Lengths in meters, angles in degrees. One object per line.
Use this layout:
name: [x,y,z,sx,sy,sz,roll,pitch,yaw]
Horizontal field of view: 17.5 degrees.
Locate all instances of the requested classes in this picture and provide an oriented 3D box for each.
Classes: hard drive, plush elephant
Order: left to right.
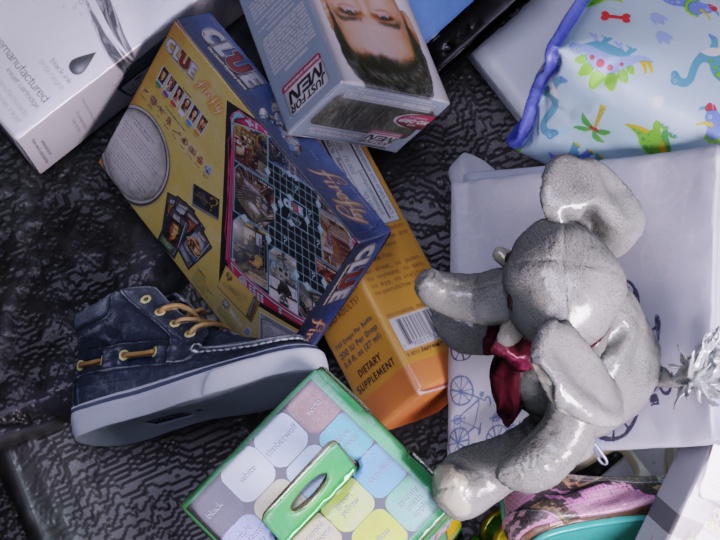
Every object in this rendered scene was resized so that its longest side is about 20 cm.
hard drive: [0.104,-0.213,1.597,0.132,0.027,0.200,-36,78,-5]
plush elephant: [0.104,0.031,1.322,0.199,0.155,0.165,-9,51,25]

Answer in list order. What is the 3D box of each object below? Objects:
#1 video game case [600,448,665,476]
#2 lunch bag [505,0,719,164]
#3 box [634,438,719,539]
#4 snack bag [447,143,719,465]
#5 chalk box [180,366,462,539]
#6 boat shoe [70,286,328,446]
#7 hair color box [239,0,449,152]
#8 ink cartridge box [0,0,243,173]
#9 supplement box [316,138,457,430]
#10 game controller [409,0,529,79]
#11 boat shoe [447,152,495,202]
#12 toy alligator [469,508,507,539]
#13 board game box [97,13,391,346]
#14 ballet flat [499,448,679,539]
video game case: [0.265,0.159,1.499,0.200,0.024,0.182,-39,77,-5]
lunch bag: [0.212,-0.128,1.499,0.169,0.128,0.200,29,52,5]
box: [0.228,0.214,1.418,0.155,0.041,0.201,22,96,-18]
snack bag: [0.137,0.023,1.422,0.199,0.021,0.190,-5,78,36]
chalk box: [-0.020,0.151,1.428,0.124,0.200,0.124,44,83,12]
boat shoe: [-0.110,0.048,1.491,0.199,0.071,0.091,-16,71,33]
hair color box: [-0.025,-0.179,1.512,0.061,0.099,0.201,-40,59,36]
ink cartridge box: [-0.189,-0.189,1.580,0.200,0.086,0.147,-39,77,-4]
supplement box: [0.000,0.000,1.521,0.069,0.067,0.201,-15,71,-38]
game controller: [0.036,-0.178,1.564,0.200,0.042,0.104,-41,76,8]
boat shoe: [0.094,0.013,1.515,0.068,0.072,0.201,-42,56,24]
toy alligator: [0.108,0.173,1.485,0.054,0.059,0.200,45,87,-7]
board game box: [-0.079,-0.048,1.508,0.035,0.136,0.200,-16,60,-46]
ballet flat: [0.180,0.138,1.449,0.199,0.069,0.071,-2,58,-16]
